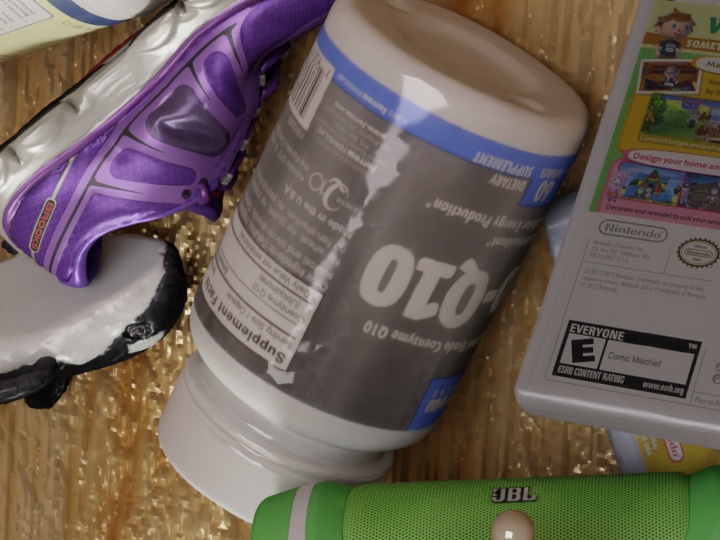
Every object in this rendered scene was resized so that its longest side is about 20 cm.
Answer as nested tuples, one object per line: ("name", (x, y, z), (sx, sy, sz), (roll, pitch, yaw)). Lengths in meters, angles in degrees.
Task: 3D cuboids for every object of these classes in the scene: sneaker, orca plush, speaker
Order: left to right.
("orca plush", (-0.160, 0.049, 1.065), (0.199, 0.105, 0.071), (-29, 128, 0))
("sneaker", (-0.067, -0.069, 1.005), (0.200, 0.081, 0.084), (-38, 98, 16))
("speaker", (0.061, 0.118, 0.906), (0.199, 0.088, 0.089), (-3, 96, 9))

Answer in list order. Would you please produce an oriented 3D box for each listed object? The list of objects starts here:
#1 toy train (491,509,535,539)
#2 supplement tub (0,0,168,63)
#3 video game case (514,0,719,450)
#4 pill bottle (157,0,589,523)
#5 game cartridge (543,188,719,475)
("toy train", (0.111, 0.157, 0.837), (0.199, 0.056, 0.151), (4, 131, 1))
("supplement tub", (-0.182, -0.152, 1.007), (0.199, 0.145, 0.146), (-16, 91, 25))
("video game case", (0.174, -0.015, 0.871), (0.199, 0.022, 0.183), (9, 66, 25))
("pill bottle", (0.000, 0.000, 0.961), (0.113, 0.114, 0.201), (33, 110, 17))
("game cartridge", (0.160, 0.049, 0.939), (0.133, 0.040, 0.201), (-18, 90, 22))
